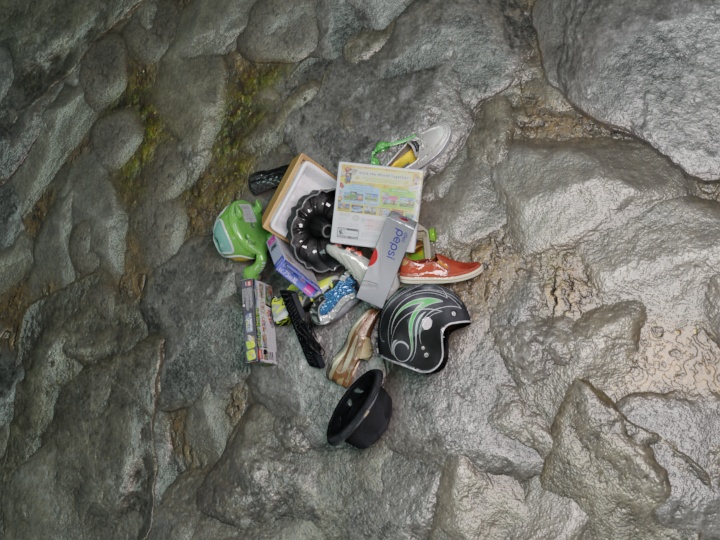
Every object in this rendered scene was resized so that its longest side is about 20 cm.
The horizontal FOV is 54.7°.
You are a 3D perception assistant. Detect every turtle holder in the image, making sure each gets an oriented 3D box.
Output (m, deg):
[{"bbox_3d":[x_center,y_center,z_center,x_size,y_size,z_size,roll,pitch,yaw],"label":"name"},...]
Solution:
[{"bbox_3d":[-0.296,-0.080,1.780,0.130,0.142,0.187,-28,110,28],"label":"turtle holder"}]

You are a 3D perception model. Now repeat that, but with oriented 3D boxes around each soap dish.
[{"bbox_3d":[-0.144,-0.165,1.719,0.081,0.156,0.203,26,87,51],"label":"soap dish"}]

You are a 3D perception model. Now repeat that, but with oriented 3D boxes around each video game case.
[{"bbox_3d":[0.037,-0.144,1.577,0.195,0.023,0.187,7,93,10],"label":"video game case"}]

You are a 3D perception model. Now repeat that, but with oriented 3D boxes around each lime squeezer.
[{"bbox_3d":[0.055,-0.273,1.734,0.070,0.038,0.201,36,93,-9],"label":"lime squeezer"}]

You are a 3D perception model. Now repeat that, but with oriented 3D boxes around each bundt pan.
[{"bbox_3d":[-0.094,-0.104,1.674,0.075,0.200,0.205,29,89,55],"label":"bundt pan"}]

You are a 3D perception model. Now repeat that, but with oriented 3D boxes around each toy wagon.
[{"bbox_3d":[0.109,-0.061,1.660,0.152,0.039,0.205,-10,75,18],"label":"toy wagon"}]

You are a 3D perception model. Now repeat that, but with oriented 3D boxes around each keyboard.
[{"bbox_3d":[-0.143,0.143,1.641,0.103,0.039,0.204,-3,112,55],"label":"keyboard"}]

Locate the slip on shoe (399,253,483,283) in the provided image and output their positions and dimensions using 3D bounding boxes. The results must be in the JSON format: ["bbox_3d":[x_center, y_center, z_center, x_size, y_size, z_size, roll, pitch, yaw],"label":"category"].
[{"bbox_3d":[0.184,-0.007,1.572,0.195,0.074,0.063,-2,99,-4],"label":"slip on shoe"}]

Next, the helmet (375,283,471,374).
[{"bbox_3d":[0.138,0.123,1.532,0.197,0.200,0.195,17,85,23],"label":"helmet"}]

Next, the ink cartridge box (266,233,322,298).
[{"bbox_3d":[-0.159,-0.008,1.653,0.042,0.119,0.200,-46,28,5],"label":"ink cartridge box"}]

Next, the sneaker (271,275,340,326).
[{"bbox_3d":[-0.140,0.059,1.710,0.197,0.075,0.078,-30,71,11],"label":"sneaker"}]

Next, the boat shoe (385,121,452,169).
[{"bbox_3d":[0.138,-0.290,1.676,0.199,0.070,0.071,-38,71,4],"label":"boat shoe"}]

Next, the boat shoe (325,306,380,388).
[{"bbox_3d":[-0.004,0.184,1.638,0.073,0.076,0.202,32,94,13],"label":"boat shoe"}]

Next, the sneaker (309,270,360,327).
[{"bbox_3d":[-0.042,0.066,1.675,0.198,0.087,0.075,-36,75,-15],"label":"sneaker"}]

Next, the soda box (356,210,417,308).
[{"bbox_3d":[0.058,-0.024,1.539,0.067,0.064,0.203,23,110,3],"label":"soda box"}]

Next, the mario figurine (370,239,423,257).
[{"bbox_3d":[0.070,-0.119,1.639,0.122,0.106,0.202,-25,78,-25],"label":"mario figurine"}]

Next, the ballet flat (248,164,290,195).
[{"bbox_3d":[-0.201,-0.239,1.817,0.196,0.058,0.067,-6,34,18],"label":"ballet flat"}]

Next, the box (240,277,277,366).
[{"bbox_3d":[-0.249,0.129,1.717,0.034,0.110,0.205,-11,75,18],"label":"box"}]

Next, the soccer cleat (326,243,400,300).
[{"bbox_3d":[0.000,0.000,1.624,0.197,0.069,0.079,26,98,10],"label":"soccer cleat"}]

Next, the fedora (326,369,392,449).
[{"bbox_3d":[0.011,0.327,1.575,0.091,0.201,0.201,40,95,-13],"label":"fedora"}]
